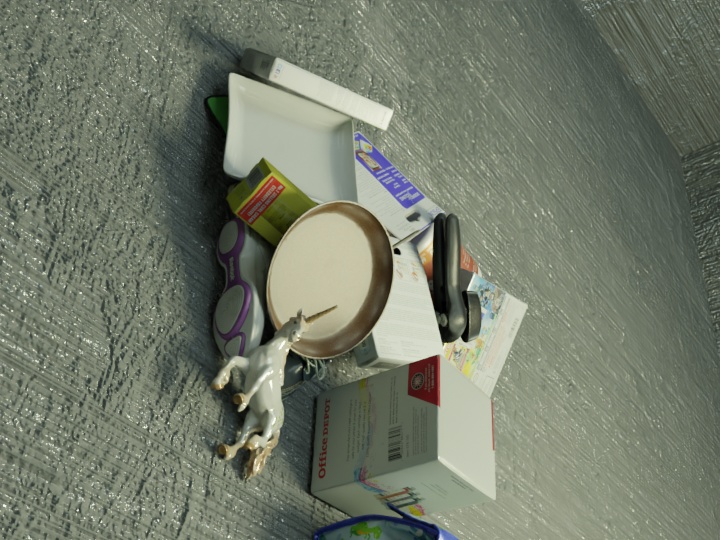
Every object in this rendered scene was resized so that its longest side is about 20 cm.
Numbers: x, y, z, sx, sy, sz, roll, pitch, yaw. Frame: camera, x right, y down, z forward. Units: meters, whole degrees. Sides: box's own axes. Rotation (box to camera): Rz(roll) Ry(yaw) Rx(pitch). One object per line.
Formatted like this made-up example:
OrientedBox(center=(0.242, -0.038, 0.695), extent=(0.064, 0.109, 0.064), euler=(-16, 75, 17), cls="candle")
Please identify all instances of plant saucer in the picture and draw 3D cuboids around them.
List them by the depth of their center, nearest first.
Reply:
OrientedBox(center=(-0.041, 0.010, 1.148), extent=(0.198, 0.032, 0.203), euler=(-12, 110, -35), cls="plant saucer")

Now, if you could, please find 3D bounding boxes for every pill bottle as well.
OrientedBox(center=(0.133, 0.000, 1.531), extent=(0.200, 0.111, 0.113), euler=(47, 37, -30), cls="pill bottle")

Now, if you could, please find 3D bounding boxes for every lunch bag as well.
OrientedBox(center=(0.062, 0.368, 1.107), extent=(0.170, 0.198, 0.129), euler=(39, 41, -36), cls="lunch bag")

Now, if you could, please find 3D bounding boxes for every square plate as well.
OrientedBox(center=(-0.096, -0.168, 1.250), extent=(0.196, 0.029, 0.202), euler=(17, 46, -23), cls="square plate")

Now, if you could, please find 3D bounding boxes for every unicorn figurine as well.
OrientedBox(center=(-0.112, 0.133, 1.066), extent=(0.073, 0.202, 0.137), euler=(27, 32, 18), cls="unicorn figurine")

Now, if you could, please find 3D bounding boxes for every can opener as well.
OrientedBox(center=(0.134, 0.013, 1.392), extent=(0.078, 0.063, 0.203), euler=(-13, 97, -42), cls="can opener")

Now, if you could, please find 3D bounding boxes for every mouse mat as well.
OrientedBox(center=(-0.113, -0.170, 1.267), extent=(0.160, 0.008, 0.201), euler=(-10, 62, -41), cls="mouse mat")

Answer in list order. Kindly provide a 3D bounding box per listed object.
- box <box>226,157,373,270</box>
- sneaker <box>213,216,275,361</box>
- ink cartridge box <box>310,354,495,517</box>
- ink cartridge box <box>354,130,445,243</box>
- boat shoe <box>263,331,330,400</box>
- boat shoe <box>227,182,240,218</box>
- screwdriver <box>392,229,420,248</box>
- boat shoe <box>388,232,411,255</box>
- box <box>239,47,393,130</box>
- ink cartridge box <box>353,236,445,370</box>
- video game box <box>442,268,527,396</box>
OrientedBox(center=(-0.075, -0.053, 1.175), extent=(0.200, 0.075, 0.050), euler=(41, 7, -34), cls="box")
OrientedBox(center=(-0.130, 0.029, 1.143), extent=(0.099, 0.074, 0.202), euler=(31, 46, -42), cls="sneaker")
OrientedBox(center=(0.055, 0.226, 1.187), extent=(0.144, 0.198, 0.147), euler=(40, 41, -40), cls="ink cartridge box")
OrientedBox(center=(0.018, -0.119, 1.380), extent=(0.200, 0.044, 0.198), euler=(43, 28, 7), cls="ink cartridge box")
OrientedBox(center=(-0.072, 0.109, 1.195), extent=(0.200, 0.061, 0.076), euler=(-35, 102, -58), cls="boat shoe")
OrientedBox(center=(-0.099, -0.087, 1.266), extent=(0.199, 0.071, 0.073), euler=(19, 55, -51), cls="boat shoe")
OrientedBox(center=(0.000, 0.000, 1.264), extent=(0.029, 0.198, 0.028), euler=(62, -1, -41), cls="screwdriver")
OrientedBox(center=(0.035, -0.002, 1.421), extent=(0.074, 0.073, 0.203), euler=(16, 63, -48), cls="boat shoe")
OrientedBox(center=(-0.065, -0.265, 1.331), extent=(0.198, 0.037, 0.144), euler=(20, 9, -29), cls="box")
OrientedBox(center=(0.041, 0.046, 1.331), extent=(0.159, 0.047, 0.202), euler=(12, 57, -47), cls="ink cartridge box")
OrientedBox(center=(0.180, 0.117, 1.497), extent=(0.182, 0.046, 0.202), euler=(27, 85, -49), cls="video game box")
